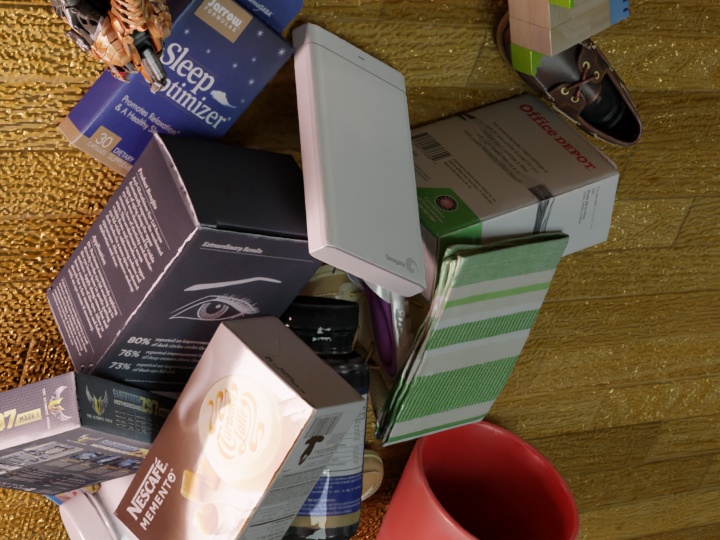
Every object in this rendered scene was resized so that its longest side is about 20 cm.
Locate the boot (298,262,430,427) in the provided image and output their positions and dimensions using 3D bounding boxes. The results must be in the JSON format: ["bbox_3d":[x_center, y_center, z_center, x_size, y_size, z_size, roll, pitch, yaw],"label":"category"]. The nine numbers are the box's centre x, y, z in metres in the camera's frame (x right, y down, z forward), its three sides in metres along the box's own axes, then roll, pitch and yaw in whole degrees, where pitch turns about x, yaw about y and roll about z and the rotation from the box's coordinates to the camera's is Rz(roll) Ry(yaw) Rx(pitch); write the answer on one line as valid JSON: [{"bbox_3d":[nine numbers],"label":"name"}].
[{"bbox_3d":[-0.002,0.072,1.699,0.199,0.157,0.073,-7,168,-39],"label":"boot"}]

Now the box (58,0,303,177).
[{"bbox_3d":[-0.134,-0.158,1.489,0.200,0.032,0.121,-50,139,7],"label":"box"}]

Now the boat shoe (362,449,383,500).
[{"bbox_3d":[-0.055,0.245,1.875,0.199,0.063,0.074,-26,136,-20],"label":"boat shoe"}]

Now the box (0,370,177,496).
[{"bbox_3d":[-0.246,0.138,1.549,0.156,0.052,0.200,-16,163,21],"label":"box"}]

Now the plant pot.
[{"bbox_3d":[0.105,0.284,1.955,0.199,0.201,0.178,1,133,-39],"label":"plant pot"}]

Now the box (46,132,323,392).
[{"bbox_3d":[-0.140,-0.001,1.530,0.147,0.105,0.200,8,133,-43],"label":"box"}]

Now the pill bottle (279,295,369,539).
[{"bbox_3d":[-0.049,0.126,1.604,0.111,0.111,0.202,1,95,-39],"label":"pill bottle"}]

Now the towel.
[{"bbox_3d":[0.095,0.059,1.636,0.152,0.023,0.201,-8,129,-43],"label":"towel"}]

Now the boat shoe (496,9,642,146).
[{"bbox_3d":[0.198,-0.177,1.711,0.071,0.070,0.199,-49,138,9],"label":"boat shoe"}]

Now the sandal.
[{"bbox_3d":[0.002,-0.001,1.630,0.049,0.082,0.205,-16,90,-19],"label":"sandal"}]

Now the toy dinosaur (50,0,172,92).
[{"bbox_3d":[-0.172,-0.194,1.340,0.102,0.136,0.200,-35,-176,-31],"label":"toy dinosaur"}]

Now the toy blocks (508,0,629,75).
[{"bbox_3d":[0.188,-0.281,1.599,0.136,0.100,0.202,-28,126,-32],"label":"toy blocks"}]

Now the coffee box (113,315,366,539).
[{"bbox_3d":[-0.100,0.152,1.522,0.079,0.114,0.201,-5,131,-57],"label":"coffee box"}]

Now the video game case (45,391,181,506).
[{"bbox_3d":[-0.192,0.155,1.723,0.200,0.018,0.143,-43,140,0],"label":"video game case"}]

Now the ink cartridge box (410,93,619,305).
[{"bbox_3d":[0.110,-0.067,1.673,0.198,0.146,0.085,-18,134,-26],"label":"ink cartridge box"}]

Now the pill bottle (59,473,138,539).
[{"bbox_3d":[-0.164,0.201,1.684,0.199,0.112,0.113,-27,137,-19],"label":"pill bottle"}]

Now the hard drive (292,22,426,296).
[{"bbox_3d":[-0.001,-0.091,1.540,0.027,0.202,0.131,-21,152,33],"label":"hard drive"}]
